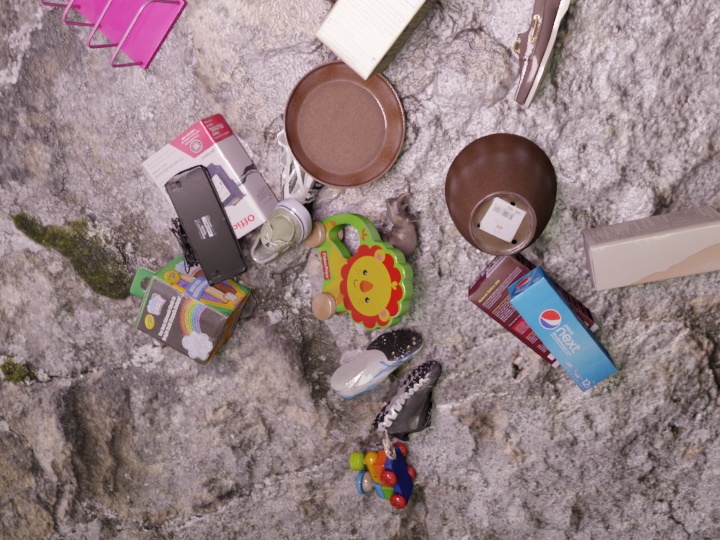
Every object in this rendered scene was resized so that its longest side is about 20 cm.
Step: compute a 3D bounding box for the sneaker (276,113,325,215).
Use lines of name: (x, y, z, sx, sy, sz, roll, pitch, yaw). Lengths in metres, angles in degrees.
sneaker: (-0.088, -0.164, 1.060, 0.087, 0.074, 0.202, 1, 111, 13)

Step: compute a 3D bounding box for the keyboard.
keyboard: (-0.275, -0.074, 1.072, 0.103, 0.040, 0.202, -21, 107, -5)

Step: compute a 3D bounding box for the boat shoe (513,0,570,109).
boat shoe: (0.262, -0.346, 0.923, 0.059, 0.072, 0.202, 19, 109, 10)

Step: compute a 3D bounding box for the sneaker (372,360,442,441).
sneaker: (0.109, 0.253, 1.186, 0.090, 0.067, 0.201, 33, 117, -5)

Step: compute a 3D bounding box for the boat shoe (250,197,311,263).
boat shoe: (-0.137, -0.057, 1.059, 0.072, 0.062, 0.200, 43, 153, -2)

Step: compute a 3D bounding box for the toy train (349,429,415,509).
toy train: (0.028, 0.374, 1.226, 0.114, 0.085, 0.202, -3, 124, 27)

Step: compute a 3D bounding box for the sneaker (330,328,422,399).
sneaker: (0.035, 0.177, 1.176, 0.199, 0.072, 0.072, -33, 135, 15)

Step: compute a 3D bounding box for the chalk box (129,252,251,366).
chalk box: (-0.332, 0.060, 1.171, 0.199, 0.124, 0.126, 30, 114, 0)

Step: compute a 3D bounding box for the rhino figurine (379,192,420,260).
rhino figurine: (0.052, -0.045, 1.083, 0.087, 0.060, 0.202, 24, 116, 9)

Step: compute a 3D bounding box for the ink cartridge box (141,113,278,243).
ink cartridge box: (-0.258, -0.147, 1.096, 0.144, 0.084, 0.201, -28, 103, 21)

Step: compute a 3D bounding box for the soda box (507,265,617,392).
soda box: (0.327, 0.094, 1.013, 0.068, 0.064, 0.200, -37, 99, 19)

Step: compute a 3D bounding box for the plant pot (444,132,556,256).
plant pot: (0.215, -0.101, 0.953, 0.184, 0.200, 0.189, 4, 111, 10)

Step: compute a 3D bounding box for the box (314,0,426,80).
box: (0.046, -0.390, 0.891, 0.096, 0.176, 0.200, 40, 113, -6)

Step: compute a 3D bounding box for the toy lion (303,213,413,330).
toy lion: (0.000, 0.000, 1.043, 0.190, 0.068, 0.203, -12, 86, 38)

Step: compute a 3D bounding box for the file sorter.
file sorter: (-0.415, -0.442, 0.994, 0.200, 0.126, 0.139, 41, 112, -6)

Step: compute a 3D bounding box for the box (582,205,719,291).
box: (0.463, -0.036, 0.986, 0.198, 0.095, 0.079, -11, 109, 17)

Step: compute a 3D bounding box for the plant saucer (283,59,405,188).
plant saucer: (-0.027, -0.234, 1.010, 0.198, 0.037, 0.203, -1, 94, -11)

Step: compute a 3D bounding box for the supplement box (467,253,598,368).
supplement box: (0.295, 0.062, 1.074, 0.199, 0.061, 0.109, 38, 112, -5)
